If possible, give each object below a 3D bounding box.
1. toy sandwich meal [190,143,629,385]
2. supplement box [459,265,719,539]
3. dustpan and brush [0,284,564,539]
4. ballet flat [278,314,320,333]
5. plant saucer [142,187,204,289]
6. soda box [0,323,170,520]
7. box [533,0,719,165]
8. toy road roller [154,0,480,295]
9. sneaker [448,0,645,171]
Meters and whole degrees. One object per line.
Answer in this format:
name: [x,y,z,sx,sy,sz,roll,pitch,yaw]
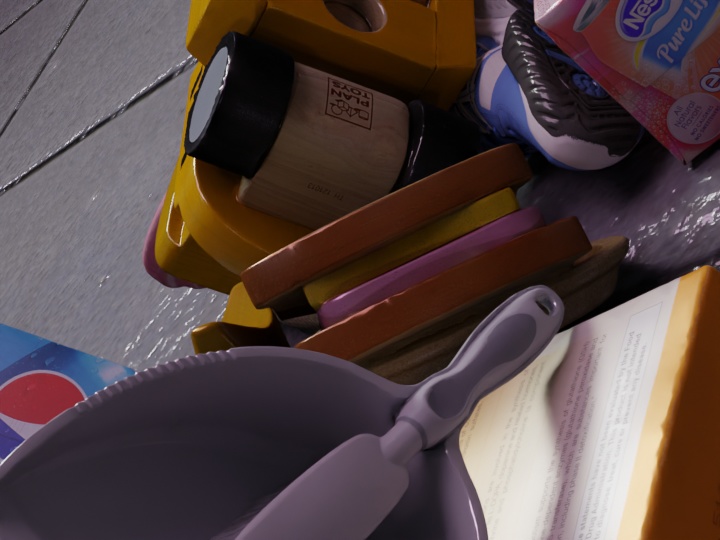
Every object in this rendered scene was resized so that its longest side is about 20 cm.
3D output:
toy sandwich meal: [0.012,0.008,0.754,0.205,0.070,0.205,-23,2,1]
supplement box: [0.051,0.097,0.626,0.200,0.074,0.126,-28,31,44]
dustpan and brush: [0.000,0.061,0.566,0.200,0.140,0.057,-38,-8,-49]
ballet flat: [0.000,0.000,0.939,0.067,0.046,0.200,-57,21,-16]
plant saucer: [-0.036,-0.065,1.035,0.201,0.051,0.201,-51,-6,-8]
soda box: [-0.089,0.101,0.656,0.200,0.068,0.064,82,-149,-56]
box: [0.141,-0.152,0.839,0.103,0.095,0.200,-39,23,26]
toy road roller: [-0.031,-0.072,0.894,0.146,0.123,0.200,126,156,-43]
sneaker: [0.082,-0.079,0.896,0.200,0.076,0.077,-107,38,-67]
